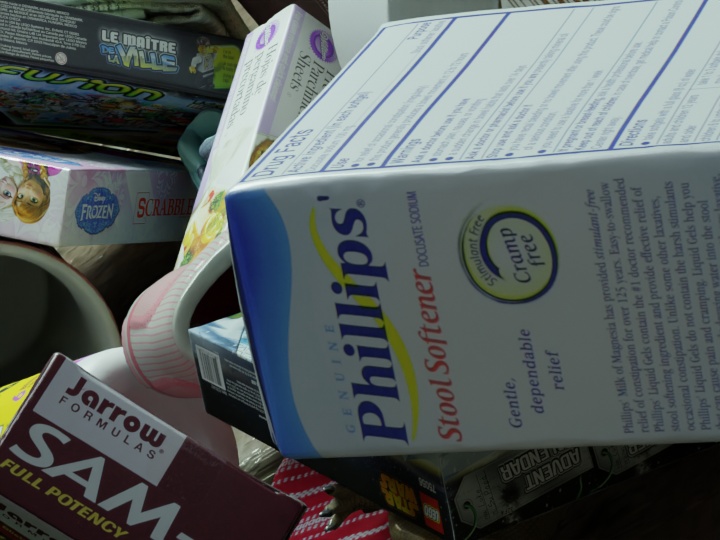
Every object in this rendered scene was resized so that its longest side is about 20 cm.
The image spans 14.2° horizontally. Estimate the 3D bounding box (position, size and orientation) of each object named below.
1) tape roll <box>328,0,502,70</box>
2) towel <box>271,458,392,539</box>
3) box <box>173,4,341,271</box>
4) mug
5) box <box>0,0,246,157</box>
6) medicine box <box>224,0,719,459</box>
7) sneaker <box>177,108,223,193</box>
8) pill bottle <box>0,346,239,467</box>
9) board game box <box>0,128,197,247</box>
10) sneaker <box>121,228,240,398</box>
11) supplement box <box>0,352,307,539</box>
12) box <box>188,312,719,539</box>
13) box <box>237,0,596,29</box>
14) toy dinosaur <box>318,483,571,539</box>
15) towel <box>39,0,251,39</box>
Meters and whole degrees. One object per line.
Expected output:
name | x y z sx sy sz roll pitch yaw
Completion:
tape roll | 0.089 -0.117 1.188 0.202 0.202 0.071 -45 21 -9
towel | -0.003 0.100 1.173 0.145 0.022 0.200 -24 27 40
box | -0.049 -0.036 1.331 0.039 0.041 0.200 -30 33 42
mug | -0.215 0.016 1.511 0.133 0.178 0.200 -45 16 1
box | -0.145 -0.100 1.489 0.110 0.200 0.035 -22 64 56
medicine box | 0.080 -0.021 1.002 0.200 0.103 0.182 -4 21 20
sneaker | -0.038 -0.040 1.419 0.078 0.086 0.200 -47 22 -16
pill bottle | -0.153 0.104 1.310 0.200 0.104 0.104 -19 30 45
board game box | -0.195 -0.050 1.499 0.200 0.041 0.199 11 6 20
sneaker | 0.000 0.000 1.213 0.200 0.075 0.105 -22 -1 -12
supplement box | -0.101 0.107 1.109 0.061 0.109 0.200 -60 3 -23
box | 0.040 0.039 1.079 0.137 0.040 0.200 -19 20 -23
box | 0.047 -0.169 1.416 0.166 0.164 0.200 -47 21 -16
toy dinosaur | 0.033 0.112 1.041 0.101 0.058 0.200 7 31 25
towel | -0.151 -0.112 1.555 0.192 0.200 0.035 -1 73 11
